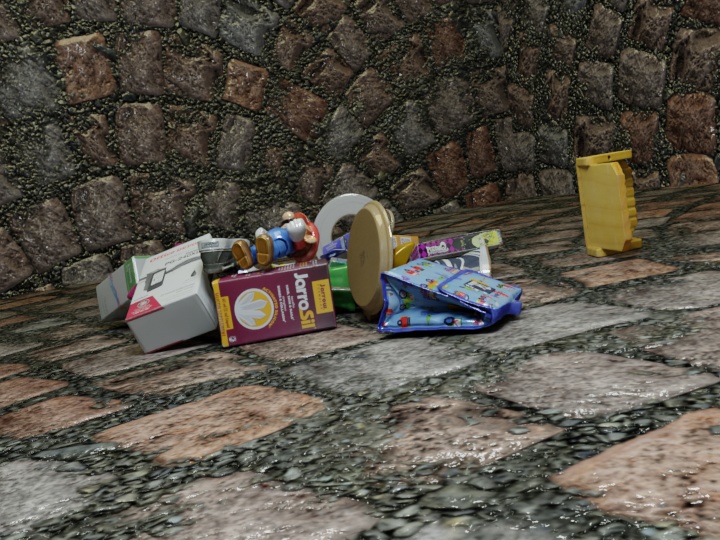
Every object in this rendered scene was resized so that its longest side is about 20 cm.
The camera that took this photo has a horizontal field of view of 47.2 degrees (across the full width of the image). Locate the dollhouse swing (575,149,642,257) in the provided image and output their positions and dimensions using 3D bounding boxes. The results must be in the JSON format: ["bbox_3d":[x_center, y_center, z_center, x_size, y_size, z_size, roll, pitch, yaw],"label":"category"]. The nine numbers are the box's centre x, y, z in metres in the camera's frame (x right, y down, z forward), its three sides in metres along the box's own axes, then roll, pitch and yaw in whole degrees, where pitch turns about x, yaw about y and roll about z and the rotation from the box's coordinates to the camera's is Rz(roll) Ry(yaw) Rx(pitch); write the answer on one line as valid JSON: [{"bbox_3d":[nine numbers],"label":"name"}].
[{"bbox_3d":[0.540,-0.140,1.673,0.178,0.205,0.175,-11,6,-23],"label":"dollhouse swing"}]

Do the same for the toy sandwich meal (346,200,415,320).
[{"bbox_3d":[0.034,-0.014,1.375,0.069,0.211,0.205,1,2,-20],"label":"toy sandwich meal"}]

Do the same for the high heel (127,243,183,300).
[{"bbox_3d":[-0.412,0.003,1.684,0.093,0.069,0.202,0,37,-2],"label":"high heel"}]

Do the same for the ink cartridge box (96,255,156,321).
[{"bbox_3d":[-0.470,0.040,1.804,0.143,0.089,0.199,-3,-19,-42],"label":"ink cartridge box"}]

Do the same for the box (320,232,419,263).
[{"bbox_3d":[0.013,-0.044,1.728,0.196,0.043,0.118,5,-16,-33],"label":"box"}]

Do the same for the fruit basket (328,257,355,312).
[{"bbox_3d":[0.023,0.018,1.559,0.195,0.096,0.185,-6,6,-1],"label":"fruit basket"}]

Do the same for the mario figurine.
[{"bbox_3d":[-0.144,-0.065,1.441,0.122,0.108,0.199,27,21,19],"label":"mario figurine"}]

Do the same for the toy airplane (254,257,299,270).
[{"bbox_3d":[-0.186,0.028,1.543,0.195,0.145,0.199,-10,7,-15],"label":"toy airplane"}]

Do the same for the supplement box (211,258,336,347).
[{"bbox_3d":[-0.144,0.053,1.399,0.195,0.113,0.086,-10,6,-3],"label":"supplement box"}]

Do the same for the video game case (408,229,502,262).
[{"bbox_3d":[0.189,-0.031,1.735,0.177,0.037,0.200,-10,-12,-9],"label":"video game case"}]

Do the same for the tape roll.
[{"bbox_3d":[-0.022,-0.089,2.050,0.198,0.208,0.139,-9,6,0],"label":"tape roll"}]

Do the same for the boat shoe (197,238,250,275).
[{"bbox_3d":[-0.243,-0.022,1.464,0.069,0.065,0.200,-5,1,9],"label":"boat shoe"}]

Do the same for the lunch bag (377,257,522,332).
[{"bbox_3d":[0.145,0.048,1.236,0.196,0.097,0.150,8,12,25],"label":"lunch bag"}]

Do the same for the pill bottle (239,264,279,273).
[{"bbox_3d":[-0.269,0.023,1.712,0.195,0.123,0.120,6,5,-6],"label":"pill bottle"}]

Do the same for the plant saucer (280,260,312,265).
[{"bbox_3d":[-0.192,0.018,2.051,0.195,0.052,0.200,-9,6,1],"label":"plant saucer"}]

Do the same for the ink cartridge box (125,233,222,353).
[{"bbox_3d":[-0.326,0.037,1.485,0.142,0.084,0.202,-20,32,9],"label":"ink cartridge box"}]

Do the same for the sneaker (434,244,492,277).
[{"bbox_3d":[0.195,-0.002,1.573,0.106,0.072,0.200,-6,10,7],"label":"sneaker"}]
